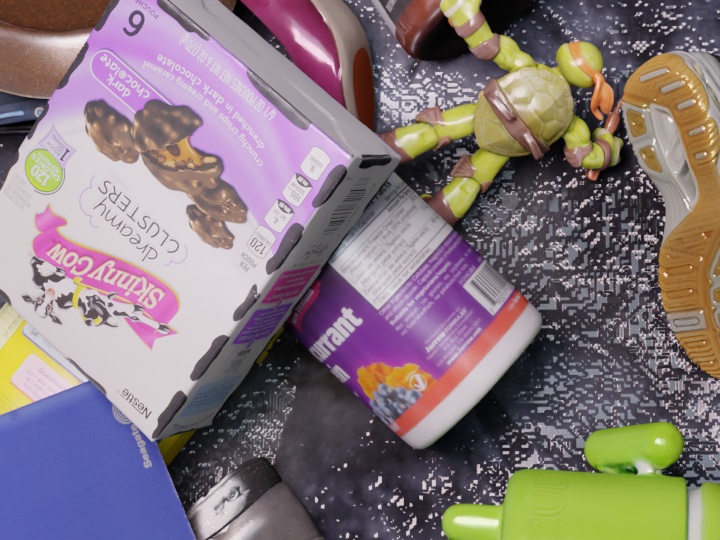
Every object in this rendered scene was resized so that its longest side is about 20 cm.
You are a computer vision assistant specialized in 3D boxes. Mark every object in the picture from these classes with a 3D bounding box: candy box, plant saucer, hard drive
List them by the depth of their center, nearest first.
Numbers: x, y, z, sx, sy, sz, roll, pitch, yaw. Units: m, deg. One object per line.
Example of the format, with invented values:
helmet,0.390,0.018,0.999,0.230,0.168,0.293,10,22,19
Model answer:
hard drive,-0.186,0.145,1.055,0.200,0.025,0.132,-21,87,-42
candy box,-0.104,-0.035,1.078,0.168,0.072,0.200,41,109,16
plant saucer,-0.177,-0.188,1.223,0.200,0.035,0.200,-2,49,3

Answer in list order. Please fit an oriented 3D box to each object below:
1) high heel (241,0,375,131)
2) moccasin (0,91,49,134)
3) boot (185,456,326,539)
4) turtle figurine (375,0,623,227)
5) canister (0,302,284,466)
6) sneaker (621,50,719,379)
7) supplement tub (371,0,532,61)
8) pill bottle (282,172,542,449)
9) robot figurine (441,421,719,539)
high heel,-0.051,-0.151,1.211,0.096,0.067,0.200,-8,104,18
moccasin,-0.188,-0.097,1.236,0.200,0.080,0.068,6,82,23
boot,-0.089,0.218,1.148,0.200,0.070,0.132,-41,81,1
turtle figurine,0.094,-0.085,1.173,0.161,0.200,0.064,-36,30,18
canister,-0.166,0.068,1.181,0.148,0.087,0.200,37,85,12
sneaker,0.222,-0.036,1.166,0.076,0.088,0.200,-6,98,39
supplement tub,0.024,-0.237,1.221,0.107,0.107,0.200,-32,75,-1
pill bottle,0.000,0.000,1.143,0.200,0.111,0.111,43,85,1
robot figurine,0.145,0.174,1.103,0.200,0.116,0.176,3,78,7
